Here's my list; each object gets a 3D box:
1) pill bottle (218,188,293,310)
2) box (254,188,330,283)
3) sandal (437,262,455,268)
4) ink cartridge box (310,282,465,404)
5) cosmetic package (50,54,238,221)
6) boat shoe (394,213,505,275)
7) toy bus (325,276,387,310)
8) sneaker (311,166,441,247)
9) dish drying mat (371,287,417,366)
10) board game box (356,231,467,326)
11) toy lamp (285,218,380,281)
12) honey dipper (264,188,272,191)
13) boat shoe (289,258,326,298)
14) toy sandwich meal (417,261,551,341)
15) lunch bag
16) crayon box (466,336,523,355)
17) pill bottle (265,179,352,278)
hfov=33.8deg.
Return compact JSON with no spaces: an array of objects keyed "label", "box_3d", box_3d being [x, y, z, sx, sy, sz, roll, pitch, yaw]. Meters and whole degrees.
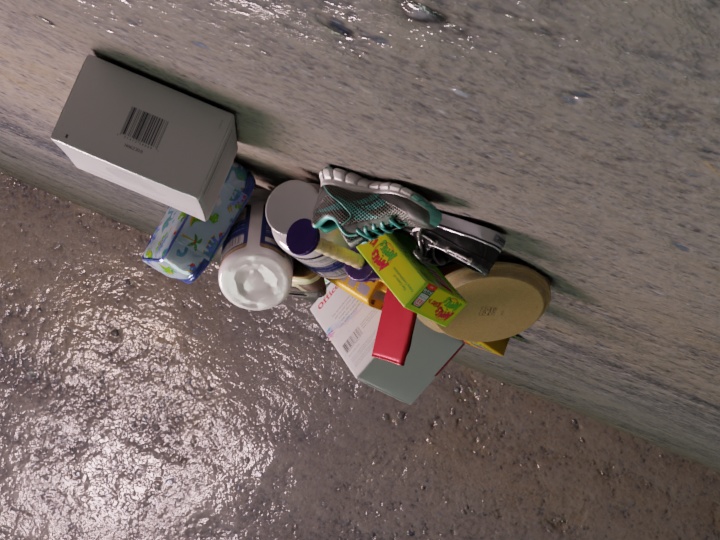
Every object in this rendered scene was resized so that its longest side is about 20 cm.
[{"label":"pill bottle","box_3d":[-0.156,-0.039,1.823,0.111,0.111,0.200,25,-149,-17]},{"label":"box","box_3d":[-0.125,-0.059,2.037,0.200,0.097,0.176,24,175,-6]},{"label":"sandal","box_3d":[0.093,-0.013,1.791,0.201,0.080,0.057,24,-173,-18]},{"label":"ink cartridge box","box_3d":[0.041,0.090,1.963,0.145,0.145,0.200,29,-163,-41]},{"label":"cosmetic package","box_3d":[-0.274,-0.168,1.551,0.199,0.123,0.200,23,172,-2]},{"label":"boat shoe","box_3d":[0.102,-0.037,1.573,0.199,0.068,0.074,19,173,39]},{"label":"toy bus","box_3d":[0.000,0.000,1.872,0.200,0.078,0.065,31,-176,33]},{"label":"sneaker","box_3d":[0.017,-0.068,1.522,0.200,0.091,0.078,17,172,41]},{"label":"dish drying mat","box_3d":[0.063,0.034,1.706,0.018,0.201,0.077,13,180,-36]},{"label":"board game box","box_3d":[0.053,-0.015,1.630,0.102,0.048,0.200,27,-161,-48]},{"label":"toy lamp","box_3d":[-0.028,-0.024,1.658,0.058,0.058,0.200,18,175,35]},{"label":"honey dipper","box_3d":[-0.069,-0.084,1.920,0.200,0.038,0.038,20,173,6]},{"label":"boat shoe","box_3d":[-0.138,0.012,1.905,0.200,0.073,0.065,9,128,42]},{"label":"toy sandwich meal","box_3d":[0.177,0.034,1.730,0.205,0.070,0.205,-3,142,-2]},{"label":"lunch bag","box_3d":[-0.249,-0.082,1.815,0.082,0.200,0.161,33,168,-23]},{"label":"crayon box","box_3d":[0.228,0.124,2.493,0.200,0.051,0.127,17,171,34]},{"label":"pill bottle","box_3d":[-0.065,-0.063,1.737,0.111,0.111,0.200,20,172,22]}]
